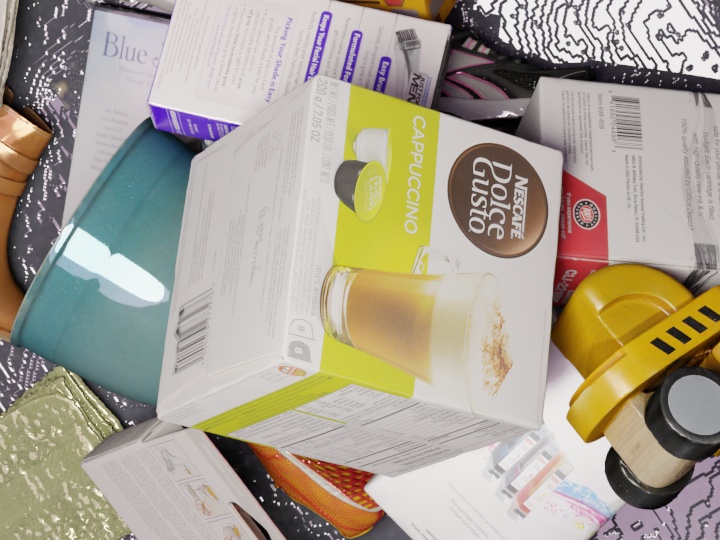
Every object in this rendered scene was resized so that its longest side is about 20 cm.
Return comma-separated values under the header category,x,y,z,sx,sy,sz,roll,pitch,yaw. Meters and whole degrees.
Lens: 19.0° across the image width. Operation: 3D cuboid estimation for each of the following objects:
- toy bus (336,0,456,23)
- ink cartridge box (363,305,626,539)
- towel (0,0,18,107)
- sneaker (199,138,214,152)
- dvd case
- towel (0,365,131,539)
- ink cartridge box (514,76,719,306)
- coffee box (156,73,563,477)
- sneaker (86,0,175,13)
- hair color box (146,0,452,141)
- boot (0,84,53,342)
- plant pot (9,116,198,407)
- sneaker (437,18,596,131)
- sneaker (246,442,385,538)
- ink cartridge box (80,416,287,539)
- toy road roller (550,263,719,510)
category,x,y,z,sx,sy,sz,roll,pitch,yaw
toy bus,0.003,-0.220,1.588,0.200,0.065,0.078,5,131,25
ink cartridge box,0.131,0.130,1.601,0.145,0.145,0.200,46,104,3
towel,-0.357,-0.201,1.693,0.200,0.034,0.133,9,93,26
sneaker,-0.076,-0.095,1.628,0.081,0.074,0.200,-35,84,-5
dvd case,-0.156,-0.100,1.697,0.143,0.018,0.200,12,101,12
towel,-0.268,0.184,1.757,0.200,0.036,0.148,-37,90,14
ink cartridge box,0.216,-0.049,1.525,0.200,0.084,0.144,5,63,-8
coffee box,0.000,0.011,1.458,0.198,0.200,0.200,16,68,-25
sneaker,-0.188,-0.241,1.662,0.200,0.082,0.075,27,59,15
hair color box,-0.042,-0.139,1.551,0.200,0.065,0.109,13,76,6
boot,-0.292,-0.053,1.716,0.155,0.077,0.200,-45,80,11
plant pot,-0.128,0.018,1.607,0.188,0.200,0.200,31,104,0
sneaker,0.076,-0.149,1.609,0.200,0.080,0.086,-2,88,8
sneaker,-0.064,0.136,1.686,0.200,0.073,0.077,44,141,16
ink cartridge box,-0.103,0.199,1.653,0.176,0.045,0.200,-22,108,49
toy road roller,0.223,0.052,1.466,0.200,0.123,0.146,-31,73,-26
